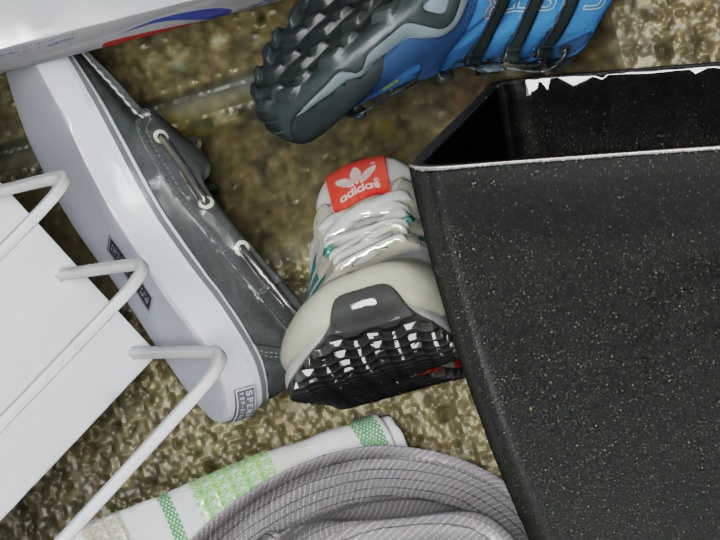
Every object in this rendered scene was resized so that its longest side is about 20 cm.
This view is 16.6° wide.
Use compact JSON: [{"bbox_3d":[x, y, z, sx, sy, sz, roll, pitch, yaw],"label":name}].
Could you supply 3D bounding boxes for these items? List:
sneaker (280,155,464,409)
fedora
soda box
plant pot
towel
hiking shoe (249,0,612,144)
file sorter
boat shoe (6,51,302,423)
[{"bbox_3d":[0.000,0.000,0.964,0.070,0.200,0.094,-15,82,5],"label":"sneaker"},{"bbox_3d":[0.006,0.149,0.957,0.200,0.090,0.177,-28,75,-13],"label":"fedora"},{"bbox_3d":[-0.090,-0.133,1.012,0.200,0.063,0.068,-16,88,-9],"label":"soda box"},{"bbox_3d":[0.140,0.020,0.942,0.199,0.200,0.178,-3,104,13],"label":"plant pot"},{"bbox_3d":[-0.052,0.160,1.019,0.200,0.031,0.149,-20,83,-17],"label":"towel"},{"bbox_3d":[0.051,-0.103,0.978,0.200,0.074,0.087,-37,117,-6],"label":"hiking shoe"},{"bbox_3d":[-0.172,0.009,0.952,0.200,0.124,0.139,48,69,-16],"label":"file sorter"},{"bbox_3d":[-0.086,-0.027,1.054,0.057,0.069,0.200,-27,76,-23],"label":"boat shoe"}]
